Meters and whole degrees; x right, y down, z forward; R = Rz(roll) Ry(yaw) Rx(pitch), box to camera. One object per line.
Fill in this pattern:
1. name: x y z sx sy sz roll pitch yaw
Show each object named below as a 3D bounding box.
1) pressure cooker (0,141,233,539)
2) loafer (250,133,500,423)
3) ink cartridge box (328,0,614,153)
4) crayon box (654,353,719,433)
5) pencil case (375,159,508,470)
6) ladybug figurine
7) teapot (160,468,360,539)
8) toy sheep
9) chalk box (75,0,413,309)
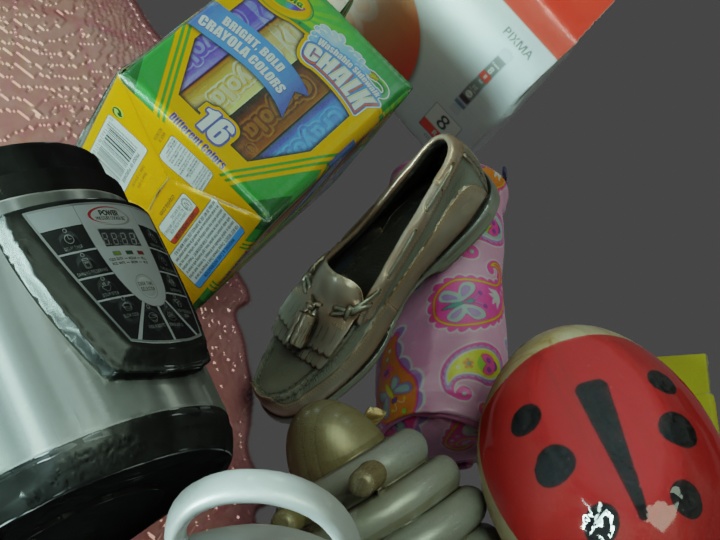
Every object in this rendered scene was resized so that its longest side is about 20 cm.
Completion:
1. pressure cooker: -0.171 0.035 0.778 0.177 0.176 0.201 -22 73 -19
2. loafer: 0.000 0.000 1.009 0.200 0.063 0.072 -47 48 -10
3. ink cartridge box: 0.064 -0.180 1.109 0.162 0.200 0.050 48 52 4
4. crayon box: 0.145 0.139 0.950 0.126 0.051 0.201 -3 46 8
5. pencil case: 0.054 0.025 1.062 0.087 0.087 0.202 17 55 -19
6. ladybug figurine: 0.132 0.102 0.901 0.135 0.072 0.201 -17 45 -7
7. teapot: -0.080 0.196 0.787 0.145 0.197 0.201 29 75 -18
8. toy sheep: 0.018 0.163 0.934 0.137 0.138 0.201 -24 87 -36
9. chalk box: -0.063 -0.097 1.041 0.124 0.125 0.200 45 53 2
